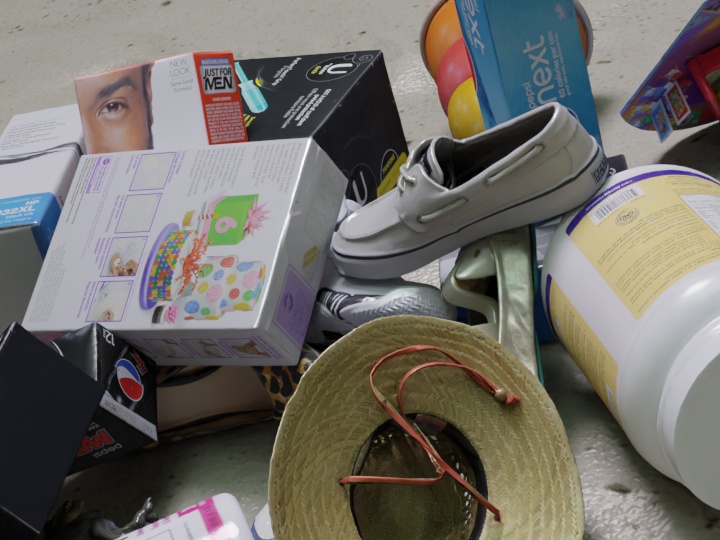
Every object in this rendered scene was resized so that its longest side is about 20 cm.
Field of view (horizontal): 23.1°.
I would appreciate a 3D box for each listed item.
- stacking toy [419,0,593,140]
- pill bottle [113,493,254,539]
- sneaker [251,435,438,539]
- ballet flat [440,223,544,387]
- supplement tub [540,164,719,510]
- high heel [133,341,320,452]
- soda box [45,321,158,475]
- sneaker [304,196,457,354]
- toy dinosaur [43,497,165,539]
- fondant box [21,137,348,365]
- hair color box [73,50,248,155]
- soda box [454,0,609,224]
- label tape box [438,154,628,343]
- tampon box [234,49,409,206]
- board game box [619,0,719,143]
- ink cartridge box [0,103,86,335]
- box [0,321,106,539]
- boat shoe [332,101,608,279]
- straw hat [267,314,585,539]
[{"bbox_3d":[0.117,-0.131,1.413,0.145,0.147,0.201,-10,45,15],"label":"stacking toy"},{"bbox_3d":[-0.140,0.211,0.965,0.199,0.114,0.113,-23,30,-8],"label":"pill bottle"},{"bbox_3d":[-0.010,0.107,1.097,0.075,0.089,0.200,11,42,38],"label":"sneaker"},{"bbox_3d":[0.080,0.029,1.109,0.062,0.068,0.201,8,56,-17],"label":"ballet flat"},{"bbox_3d":[0.202,0.037,1.037,0.144,0.146,0.200,-21,30,-5],"label":"supplement tub"},{"bbox_3d":[-0.112,0.095,1.185,0.142,0.072,0.199,-34,20,-31],"label":"high heel"},{"bbox_3d":[-0.234,0.106,1.178,0.199,0.071,0.064,-23,53,23],"label":"soda box"},{"bbox_3d":[0.000,0.000,1.219,0.199,0.075,0.116,-8,56,50],"label":"sneaker"},{"bbox_3d":[-0.163,0.170,1.082,0.087,0.048,0.200,-15,1,-3],"label":"toy dinosaur"},{"bbox_3d":[-0.120,-0.010,1.195,0.199,0.058,0.145,-2,59,32],"label":"fondant box"},{"bbox_3d":[-0.138,-0.055,1.312,0.110,0.202,0.064,-9,2,27],"label":"hair color box"},{"bbox_3d":[0.113,-0.138,1.195,0.064,0.201,0.068,-21,31,-9],"label":"soda box"},{"bbox_3d":[0.129,-0.028,1.272,0.143,0.064,0.200,-13,30,9],"label":"label tape box"},{"bbox_3d":[-0.080,-0.083,1.417,0.199,0.127,0.150,-1,33,27],"label":"tampon box"},{"bbox_3d":[0.292,-0.149,1.308,0.157,0.200,0.039,-9,63,-28],"label":"board game box"},{"bbox_3d":[-0.241,-0.022,1.383,0.083,0.146,0.200,-10,30,13],"label":"ink cartridge box"},{"bbox_3d":[-0.255,0.148,1.074,0.200,0.079,0.142,-45,18,31],"label":"box"},{"bbox_3d":[0.056,-0.053,1.113,0.199,0.066,0.072,-16,35,35],"label":"boat shoe"},{"bbox_3d":[0.029,0.135,1.022,0.201,0.202,0.085,-33,-9,-26],"label":"straw hat"}]
